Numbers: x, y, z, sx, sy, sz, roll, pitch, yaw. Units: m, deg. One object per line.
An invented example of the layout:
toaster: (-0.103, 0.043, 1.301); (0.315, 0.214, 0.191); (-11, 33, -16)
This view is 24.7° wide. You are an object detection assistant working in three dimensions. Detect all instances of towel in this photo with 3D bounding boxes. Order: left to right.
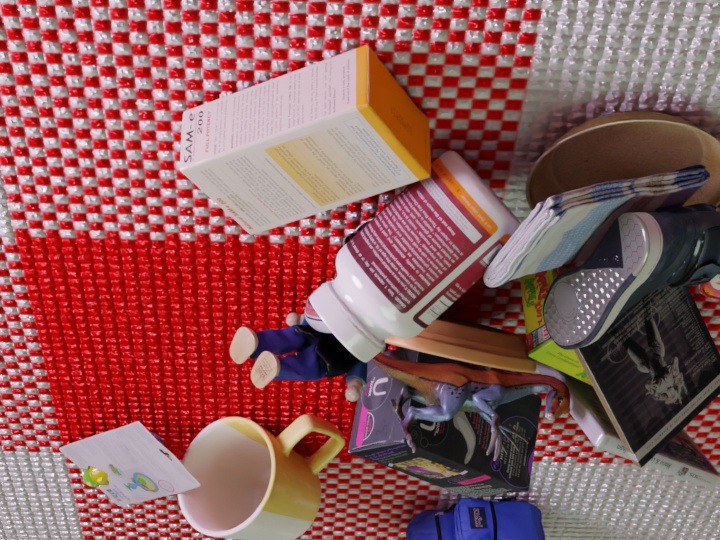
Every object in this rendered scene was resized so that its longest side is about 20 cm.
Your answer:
towel: (0.221, -0.040, 1.545); (0.199, 0.024, 0.147); (-13, 156, -31)

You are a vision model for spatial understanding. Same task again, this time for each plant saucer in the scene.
plant saucer: (0.094, 0.070, 1.765); (0.199, 0.038, 0.200); (12, -179, 0)
plant saucer: (0.257, -0.096, 1.585); (0.199, 0.036, 0.201); (0, 147, 0)

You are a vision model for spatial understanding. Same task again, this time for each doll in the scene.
doll: (-0.044, 0.090, 1.790); (0.199, 0.136, 0.049); (-6, 134, -49)

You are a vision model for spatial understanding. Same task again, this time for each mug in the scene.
mug: (-0.111, 0.273, 2.067); (0.186, 0.150, 0.153); (-12, 154, 30)

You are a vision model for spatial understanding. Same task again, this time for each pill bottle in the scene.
pill bottle: (0.051, -0.010, 1.577); (0.200, 0.113, 0.113); (-42, 136, 6)

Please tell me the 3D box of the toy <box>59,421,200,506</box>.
toy: (-0.284, 0.234, 2.073); (0.115, 0.047, 0.200); (48, 139, -18)

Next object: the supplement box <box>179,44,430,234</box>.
supplement box: (-0.050, -0.117, 1.516); (0.199, 0.074, 0.126); (-16, 144, 23)

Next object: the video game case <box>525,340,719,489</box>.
video game case: (0.292, 0.158, 1.850); (0.181, 0.200, 0.024); (22, 110, -30)

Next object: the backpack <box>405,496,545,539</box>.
backpack: (0.153, 0.395, 2.244); (0.199, 0.163, 0.169); (3, 118, -5)

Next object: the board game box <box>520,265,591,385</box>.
board game box: (0.262, 0.073, 1.788); (0.199, 0.102, 0.048); (25, 137, -34)

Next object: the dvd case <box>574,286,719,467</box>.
dvd case: (0.301, 0.085, 1.724); (0.016, 0.149, 0.200); (17, 142, 59)

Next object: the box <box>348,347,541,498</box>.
box: (0.100, 0.178, 1.916); (0.199, 0.123, 0.106); (25, 154, -33)

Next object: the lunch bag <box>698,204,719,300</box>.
lunch bag: (0.444, -0.016, 1.669); (0.199, 0.082, 0.176); (6, 147, -11)

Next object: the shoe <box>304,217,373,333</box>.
shoe: (0.000, 0.000, 1.713); (0.199, 0.072, 0.091); (-16, 125, 41)

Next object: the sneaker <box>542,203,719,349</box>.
sneaker: (0.274, 0.006, 1.586); (0.146, 0.077, 0.202); (-11, 156, -33)

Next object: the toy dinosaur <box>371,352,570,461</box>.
toy dinosaur: (0.125, 0.132, 1.759); (0.181, 0.105, 0.201); (-26, 106, 1)
